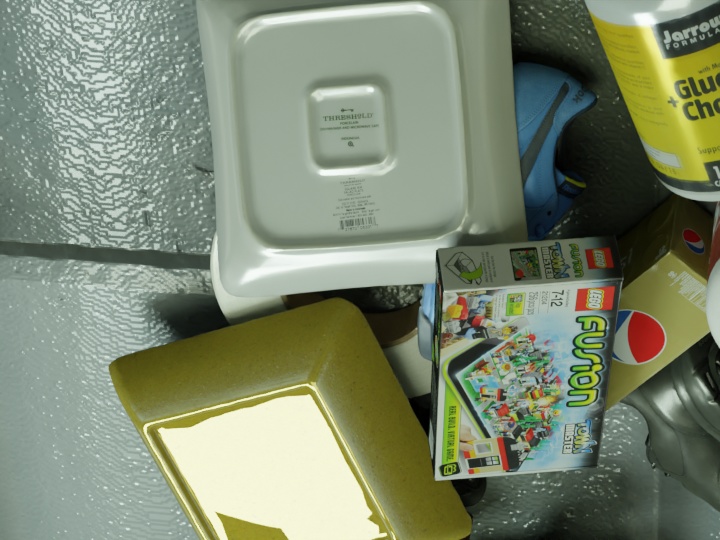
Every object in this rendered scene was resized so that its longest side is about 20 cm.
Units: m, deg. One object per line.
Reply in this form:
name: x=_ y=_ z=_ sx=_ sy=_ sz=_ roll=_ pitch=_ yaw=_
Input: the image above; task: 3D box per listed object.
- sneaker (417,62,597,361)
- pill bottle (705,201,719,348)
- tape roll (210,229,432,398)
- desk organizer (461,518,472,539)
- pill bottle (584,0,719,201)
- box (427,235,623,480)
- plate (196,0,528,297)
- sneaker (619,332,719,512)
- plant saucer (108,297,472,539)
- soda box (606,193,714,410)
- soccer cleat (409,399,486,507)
sneaker: x=0.091 y=-0.030 z=1.646 sx=0.078 sy=0.066 sz=0.201 roll=19 pitch=104 yaw=6
pill bottle: x=0.264 y=-0.004 z=1.579 sx=0.112 sy=0.200 sz=0.112 roll=6 pitch=129 yaw=8
tape roll: x=0.000 y=0.000 z=1.751 sx=0.202 sy=0.037 sz=0.203 roll=6 pitch=129 yaw=7
desk organizer: x=-0.019 y=0.220 z=1.910 sx=0.200 sy=0.072 sz=0.077 roll=-33 pitch=118 yaw=32
pill bottle: x=0.193 y=-0.147 z=1.537 sx=0.112 sy=0.112 sz=0.200 roll=-12 pitch=125 yaw=22
box: x=0.099 y=0.057 z=1.643 sx=0.110 sy=0.035 sz=0.200 roll=-4 pitch=142 yaw=-3
plate: x=-0.003 y=-0.087 z=1.616 sx=0.199 sy=0.032 sz=0.201 roll=-4 pitch=93 yaw=16
sneaker: x=0.242 y=0.122 z=1.780 sx=0.091 sy=0.076 sz=0.200 roll=-17 pitch=116 yaw=36
plant saucer: x=-0.054 y=0.132 z=1.784 sx=0.199 sy=0.048 sz=0.200 roll=-16 pitch=116 yaw=27
soda box: x=0.160 y=0.038 z=1.723 sx=0.064 sy=0.068 sz=0.200 roll=37 pitch=127 yaw=-17
soccer cleat: x=-0.010 y=0.119 z=1.831 sx=0.199 sy=0.068 sz=0.073 roll=24 pitch=131 yaw=-2
